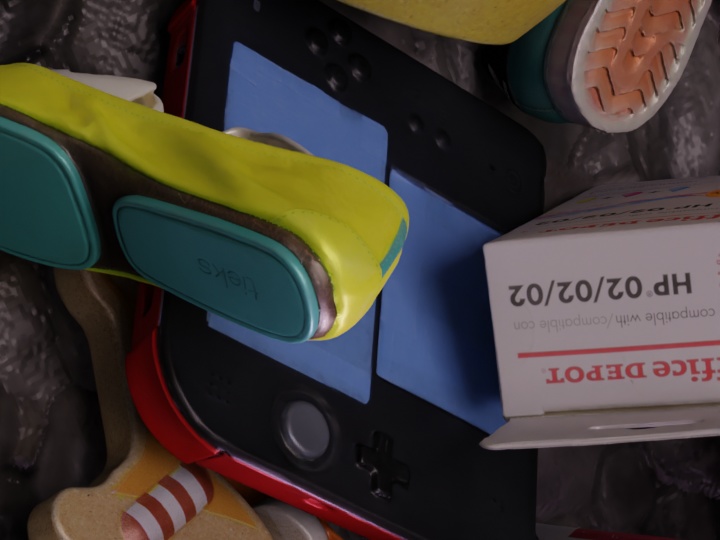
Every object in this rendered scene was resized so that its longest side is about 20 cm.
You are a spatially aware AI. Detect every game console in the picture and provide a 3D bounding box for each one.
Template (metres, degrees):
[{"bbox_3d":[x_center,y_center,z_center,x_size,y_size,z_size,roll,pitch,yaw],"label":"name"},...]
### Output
[{"bbox_3d":[0.000,0.000,0.951,0.177,0.031,0.200,25,52,-29],"label":"game console"}]

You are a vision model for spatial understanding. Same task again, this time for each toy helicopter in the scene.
[{"bbox_3d":[-0.059,0.073,0.919,0.132,0.079,0.200,1,68,-42],"label":"toy helicopter"}]

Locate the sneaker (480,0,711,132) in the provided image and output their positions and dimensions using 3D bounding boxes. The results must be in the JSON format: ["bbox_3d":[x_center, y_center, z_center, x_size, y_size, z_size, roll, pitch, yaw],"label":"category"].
[{"bbox_3d":[0.111,-0.148,1.029,0.071,0.080,0.200,39,77,-37],"label":"sneaker"}]

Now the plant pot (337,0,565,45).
[{"bbox_3d":[0.031,-0.163,0.944,0.200,0.200,0.142,10,108,-32],"label":"plant pot"}]

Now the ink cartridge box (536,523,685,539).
[{"bbox_3d":[0.130,0.199,1.000,0.200,0.145,0.145,29,74,-28],"label":"ink cartridge box"}]

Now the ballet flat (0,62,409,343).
[{"bbox_3d":[-0.071,-0.030,0.867,0.067,0.200,0.067,-45,142,-37],"label":"ballet flat"}]

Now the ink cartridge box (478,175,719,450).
[{"bbox_3d":[0.117,0.009,0.961,0.200,0.115,0.068,-27,111,-69],"label":"ink cartridge box"}]
